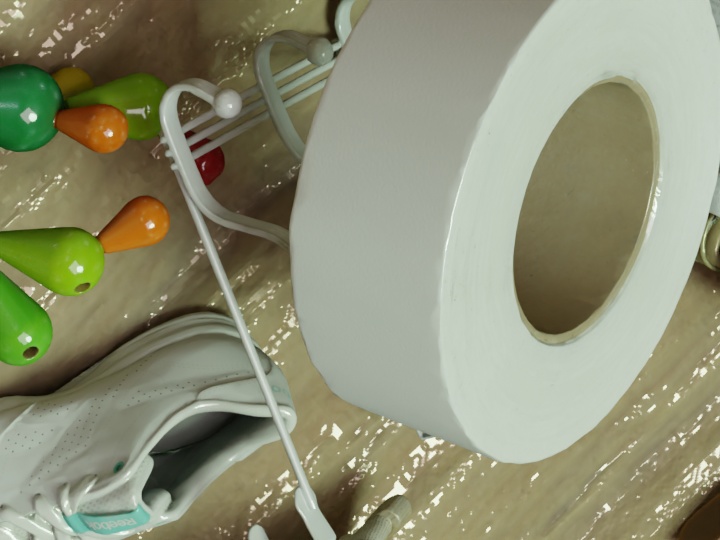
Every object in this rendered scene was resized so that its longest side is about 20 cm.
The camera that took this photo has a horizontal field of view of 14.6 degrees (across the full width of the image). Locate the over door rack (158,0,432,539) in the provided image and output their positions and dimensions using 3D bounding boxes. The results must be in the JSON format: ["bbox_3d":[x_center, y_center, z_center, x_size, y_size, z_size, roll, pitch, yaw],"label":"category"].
[{"bbox_3d":[0.000,0.000,1.121,0.148,0.067,0.200,-33,116,-52],"label":"over door rack"}]

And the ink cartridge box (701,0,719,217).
[{"bbox_3d":[0.167,-0.125,1.141,0.047,0.160,0.200,2,110,-42],"label":"ink cartridge box"}]

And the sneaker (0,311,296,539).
[{"bbox_3d":[-0.118,0.090,1.145,0.200,0.088,0.075,-33,122,-9],"label":"sneaker"}]

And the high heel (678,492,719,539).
[{"bbox_3d":[0.252,0.108,1.313,0.200,0.067,0.096,-39,116,18],"label":"high heel"}]

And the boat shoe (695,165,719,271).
[{"bbox_3d":[0.221,-0.067,1.254,0.200,0.063,0.073,-31,121,-11],"label":"boat shoe"}]

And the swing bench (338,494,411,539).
[{"bbox_3d":[0.024,0.236,1.180,0.200,0.199,0.130,35,128,6],"label":"swing bench"}]

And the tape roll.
[{"bbox_3d":[0.060,-0.032,1.067,0.202,0.071,0.203,-31,130,-46],"label":"tape roll"}]

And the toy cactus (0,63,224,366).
[{"bbox_3d":[-0.167,-0.038,1.081,0.200,0.102,0.165,-35,103,-6],"label":"toy cactus"}]
